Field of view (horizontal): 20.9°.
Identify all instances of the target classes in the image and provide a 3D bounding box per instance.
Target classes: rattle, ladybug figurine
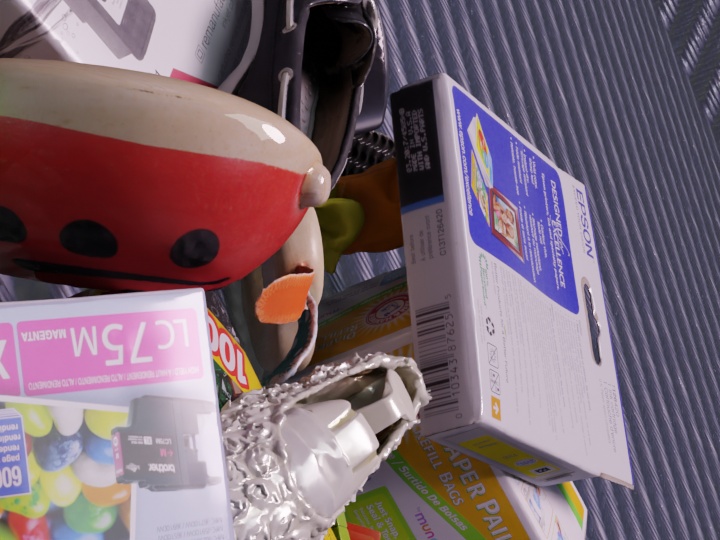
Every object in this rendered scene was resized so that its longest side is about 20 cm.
[{"bbox_3d":[0.000,0.000,1.028,0.200,0.141,0.132,-158,-100,-76],"label":"rattle"},{"bbox_3d":[-0.109,-0.034,0.798,0.136,0.198,0.073,46,51,-67],"label":"ladybug figurine"}]

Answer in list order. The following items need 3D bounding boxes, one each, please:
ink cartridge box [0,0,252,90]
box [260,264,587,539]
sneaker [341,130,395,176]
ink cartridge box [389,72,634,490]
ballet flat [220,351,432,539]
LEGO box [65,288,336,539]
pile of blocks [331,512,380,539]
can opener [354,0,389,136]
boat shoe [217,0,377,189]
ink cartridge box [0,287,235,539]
[{"bbox_3d":[-0.143,-0.134,0.890,0.200,0.083,0.146,50,39,-34],"label":"ink cartridge box"},{"bbox_3d":[0.041,0.107,1.140,0.201,0.112,0.102,60,21,-18],"label":"box"},{"bbox_3d":[-0.068,-0.093,1.155,0.199,0.070,0.090,24,9,-45],"label":"sneaker"},{"bbox_3d":[0.086,0.016,1.103,0.200,0.047,0.200,32,47,-57],"label":"ink cartridge box"},{"bbox_3d":[-0.016,0.073,0.864,0.072,0.071,0.200,66,20,-5],"label":"ballet flat"},{"bbox_3d":[-0.084,0.109,0.858,0.201,0.077,0.149,64,19,-11],"label":"LEGO box"},{"bbox_3d":[-0.039,0.122,0.987,0.200,0.062,0.083,51,26,-40],"label":"pile of blocks"},{"bbox_3d":[-0.038,-0.167,1.030,0.063,0.078,0.202,-178,-103,-67],"label":"can opener"},{"bbox_3d":[-0.022,-0.107,0.928,0.074,0.060,0.201,53,40,-33],"label":"boat shoe"},{"bbox_3d":[-0.103,0.110,0.730,0.118,0.042,0.202,-4,86,-36],"label":"ink cartridge box"}]
